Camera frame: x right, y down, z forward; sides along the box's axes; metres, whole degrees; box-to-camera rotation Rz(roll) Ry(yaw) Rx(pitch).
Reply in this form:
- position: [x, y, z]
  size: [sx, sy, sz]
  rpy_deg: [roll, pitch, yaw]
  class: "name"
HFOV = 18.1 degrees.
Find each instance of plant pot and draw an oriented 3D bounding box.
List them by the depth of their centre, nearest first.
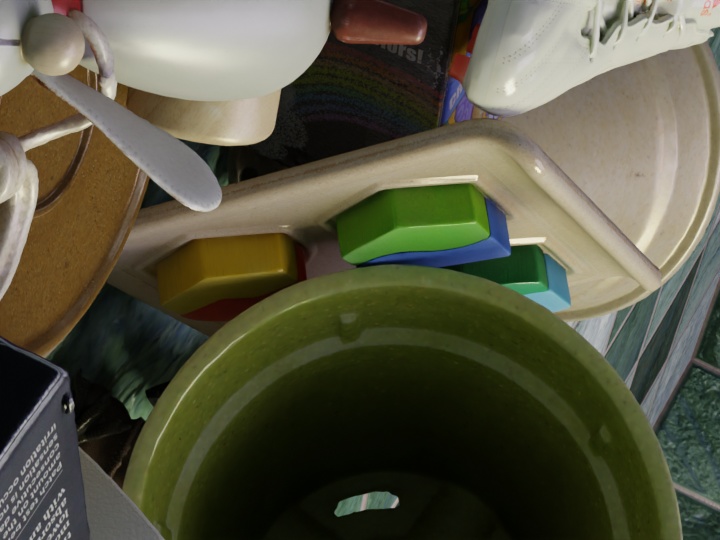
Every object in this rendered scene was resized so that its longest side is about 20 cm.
- position: [-0.105, -0.050, 0.689]
  size: [0.200, 0.027, 0.202]
  rpy_deg: [13, 90, -71]
  class: "plant pot"
- position: [0.014, 0.121, 0.872]
  size: [0.201, 0.199, 0.184]
  rpy_deg: [-61, 172, -15]
  class: "plant pot"
- position: [0.042, -0.055, 1.041]
  size: [0.183, 0.200, 0.202]
  rpy_deg: [-21, 135, -55]
  class: "plant pot"

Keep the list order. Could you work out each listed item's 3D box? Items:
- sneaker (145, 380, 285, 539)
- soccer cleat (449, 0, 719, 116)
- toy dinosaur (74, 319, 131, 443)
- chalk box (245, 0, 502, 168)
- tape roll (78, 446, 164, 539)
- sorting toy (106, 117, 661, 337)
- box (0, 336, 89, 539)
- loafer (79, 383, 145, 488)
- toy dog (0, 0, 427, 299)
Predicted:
- position: [-0.047, 0.095, 1.057]
  size: [0.200, 0.070, 0.094]
  rpy_deg: [42, 30, -81]
  class: "sneaker"
- position: [0.097, -0.105, 0.819]
  size: [0.200, 0.077, 0.070]
  rpy_deg: [-45, 156, -54]
  class: "soccer cleat"
- position: [-0.131, 0.051, 0.819]
  size: [0.088, 0.047, 0.201]
  rpy_deg: [-37, 153, -29]
  class: "toy dinosaur"
- position: [0.010, -0.141, 0.852]
  size: [0.124, 0.124, 0.201]
  rpy_deg: [-54, 164, -37]
  class: "chalk box"
- position: [-0.082, 0.138, 0.738]
  size: [0.037, 0.203, 0.203]
  rpy_deg: [-31, 152, -23]
  class: "tape roll"
- position: [0.000, 0.000, 0.864]
  size: [0.185, 0.199, 0.037]
  rpy_deg: [34, 49, -64]
  class: "sorting toy"
- position: [-0.154, 0.084, 0.575]
  size: [0.105, 0.147, 0.200]
  rpy_deg: [-57, 166, -30]
  class: "box"
- position: [-0.099, 0.113, 0.995]
  size: [0.073, 0.071, 0.200]
  rpy_deg: [-60, 166, -20]
  class: "loafer"
- position: [-0.048, -0.069, 0.652]
  size: [0.200, 0.096, 0.133]
  rpy_deg: [-52, 148, -49]
  class: "toy dog"
